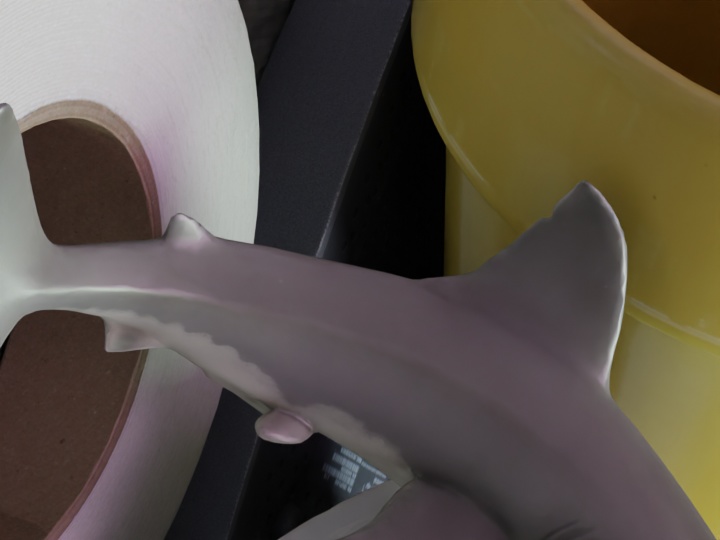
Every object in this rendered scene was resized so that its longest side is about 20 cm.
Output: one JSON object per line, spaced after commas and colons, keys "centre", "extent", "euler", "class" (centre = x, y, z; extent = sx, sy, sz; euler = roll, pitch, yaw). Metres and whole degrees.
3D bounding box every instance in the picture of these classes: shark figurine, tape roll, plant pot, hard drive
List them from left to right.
{"centre": [-0.084, 0.013, 0.548], "extent": [0.203, 0.037, 0.203], "euler": [-45, 143, -48], "class": "tape roll"}
{"centre": [0.000, 0.000, 0.721], "extent": [0.135, 0.042, 0.200], "euler": [37, 70, -66], "class": "hard drive"}
{"centre": [0.009, 0.012, 0.550], "extent": [0.090, 0.214, 0.128], "euler": [-53, -160, 23], "class": "shark figurine"}
{"centre": [0.101, -0.018, 0.663], "extent": [0.201, 0.201, 0.189], "euler": [-49, 161, -45], "class": "plant pot"}

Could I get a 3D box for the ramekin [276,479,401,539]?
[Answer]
{"centre": [-0.006, 0.138, 0.635], "extent": [0.200, 0.105, 0.200], "euler": [-35, 163, -13], "class": "ramekin"}
